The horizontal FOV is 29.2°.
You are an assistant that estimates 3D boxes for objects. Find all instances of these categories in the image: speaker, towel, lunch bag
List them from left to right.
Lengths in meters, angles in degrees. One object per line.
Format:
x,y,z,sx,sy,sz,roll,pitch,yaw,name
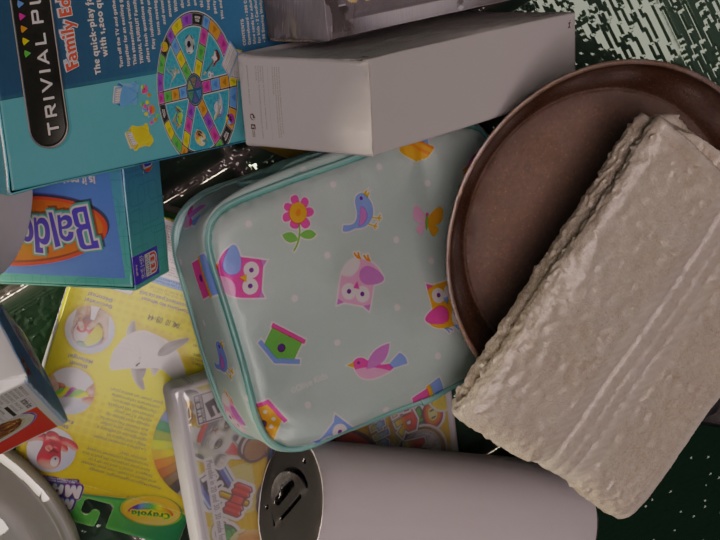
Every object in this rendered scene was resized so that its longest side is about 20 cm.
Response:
0.000,0.000,0.784,0.199,0.077,0.161,-21,98,-25,lunch bag
0.041,0.146,0.826,0.199,0.081,0.082,10,104,-30,speaker
0.149,0.025,0.747,0.132,0.034,0.200,32,95,-21,towel

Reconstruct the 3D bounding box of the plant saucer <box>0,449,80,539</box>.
-0.266,0.182,0.818,0.199,0.050,0.201,2,114,5,plant saucer

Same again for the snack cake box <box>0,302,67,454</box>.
-0.220,0.064,0.692,0.115,0.200,0.067,-28,83,-12,snack cake box

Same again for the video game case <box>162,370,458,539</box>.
-0.019,0.139,0.849,0.181,0.023,0.201,-15,107,-25,video game case

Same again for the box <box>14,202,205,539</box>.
-0.132,0.061,0.831,0.117,0.048,0.201,18,99,-13,box

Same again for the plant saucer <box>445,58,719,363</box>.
0.137,-0.018,0.765,0.199,0.034,0.201,-4,106,-16,plant saucer

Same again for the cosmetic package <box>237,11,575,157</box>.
0.032,-0.102,0.729,0.082,0.200,0.051,7,108,37,cosmetic package

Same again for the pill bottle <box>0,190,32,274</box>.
-0.275,-0.045,0.708,0.199,0.112,0.113,6,106,20,pill bottle

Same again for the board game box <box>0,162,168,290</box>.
-0.187,-0.093,0.749,0.151,0.045,0.201,3,105,19,board game box

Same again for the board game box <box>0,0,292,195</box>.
-0.105,-0.132,0.680,0.199,0.047,0.152,-17,109,-38,board game box

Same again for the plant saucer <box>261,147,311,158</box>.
-0.064,-0.175,0.775,0.199,0.048,0.201,20,101,-14,plant saucer

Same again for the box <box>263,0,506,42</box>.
0.030,-0.214,0.723,0.199,0.048,0.159,-21,113,-40,box

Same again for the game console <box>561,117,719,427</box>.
0.206,0.011,0.821,0.170,0.118,0.201,9,106,13,game console
